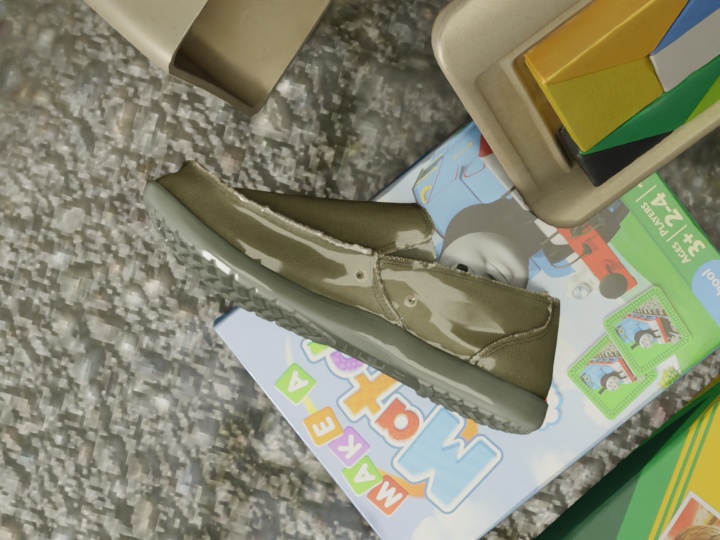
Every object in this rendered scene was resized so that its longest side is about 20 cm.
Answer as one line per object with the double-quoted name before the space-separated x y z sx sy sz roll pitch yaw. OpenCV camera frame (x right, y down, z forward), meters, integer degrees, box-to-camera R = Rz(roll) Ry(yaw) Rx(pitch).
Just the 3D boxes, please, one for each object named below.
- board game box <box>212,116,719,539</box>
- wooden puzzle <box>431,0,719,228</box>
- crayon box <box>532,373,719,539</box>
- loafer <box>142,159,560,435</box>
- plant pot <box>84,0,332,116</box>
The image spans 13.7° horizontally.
"board game box" 0.057 0.021 1.348 0.200 0.037 0.151 -39 94 2
"wooden puzzle" 0.130 -0.102 1.234 0.185 0.200 0.037 -36 64 2
"crayon box" 0.202 0.148 1.350 0.172 0.058 0.200 -41 94 2
"loafer" 0.000 0.000 1.299 0.199 0.075 0.070 28 81 -6
"plant pot" -0.078 -0.204 1.258 0.177 0.200 0.200 34 93 8
